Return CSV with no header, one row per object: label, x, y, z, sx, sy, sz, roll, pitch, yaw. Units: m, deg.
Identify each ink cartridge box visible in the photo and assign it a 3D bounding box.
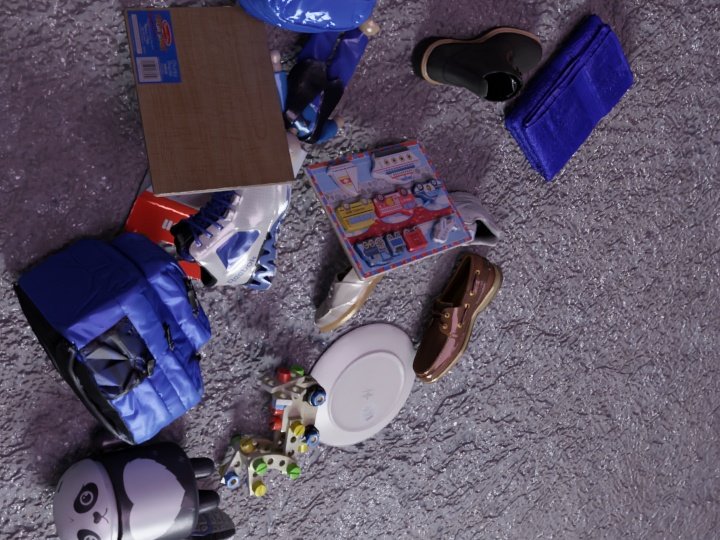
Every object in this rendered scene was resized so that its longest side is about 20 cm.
ink cartridge box,-0.171,-0.082,1.127,0.159,0.047,0.202,20,100,-42

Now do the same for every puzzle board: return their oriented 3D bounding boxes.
puzzle board,-0.157,-0.178,1.014,0.149,0.017,0.203,-7,78,-23
puzzle board,0.040,-0.081,1.200,0.198,0.152,0.017,-19,167,-42

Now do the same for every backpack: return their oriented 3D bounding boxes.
backpack,-0.250,0.079,1.071,0.167,0.162,0.202,-31,128,-17
backpack,-0.049,-0.343,0.987,0.160,0.167,0.203,4,106,-30

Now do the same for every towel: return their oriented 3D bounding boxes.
towel,0.302,-0.239,1.384,0.200,0.049,0.148,-49,132,-3

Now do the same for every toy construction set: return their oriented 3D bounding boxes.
toy construction set,-0.112,0.202,1.308,0.130,0.092,0.202,-4,127,-34

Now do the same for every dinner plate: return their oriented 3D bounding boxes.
dinner plate,0.005,0.172,1.415,0.198,0.024,0.203,-18,125,-27

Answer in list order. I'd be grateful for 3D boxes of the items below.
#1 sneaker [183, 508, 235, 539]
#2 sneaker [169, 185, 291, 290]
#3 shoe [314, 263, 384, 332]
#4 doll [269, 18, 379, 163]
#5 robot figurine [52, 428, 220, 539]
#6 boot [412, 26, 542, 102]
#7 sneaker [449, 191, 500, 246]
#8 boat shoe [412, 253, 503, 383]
sneaker,-0.262,0.363,1.295,0.197,0.075,0.088,-4,130,-28
sneaker,-0.147,-0.058,1.079,0.114,0.080,0.202,-11,125,-32
shoe,0.000,0.000,1.273,0.053,0.070,0.200,38,112,-15
doll,-0.055,-0.211,1.113,0.136,0.048,0.202,34,79,-42
robot figurine,-0.274,0.280,1.200,0.198,0.151,0.126,-6,135,-34
boot,0.183,-0.249,1.231,0.198,0.138,0.079,-17,124,-29
sneaker,0.108,-0.072,1.311,0.198,0.087,0.075,0,117,-35
boat shoe,0.128,0.065,1.417,0.067,0.072,0.202,33,87,-37
